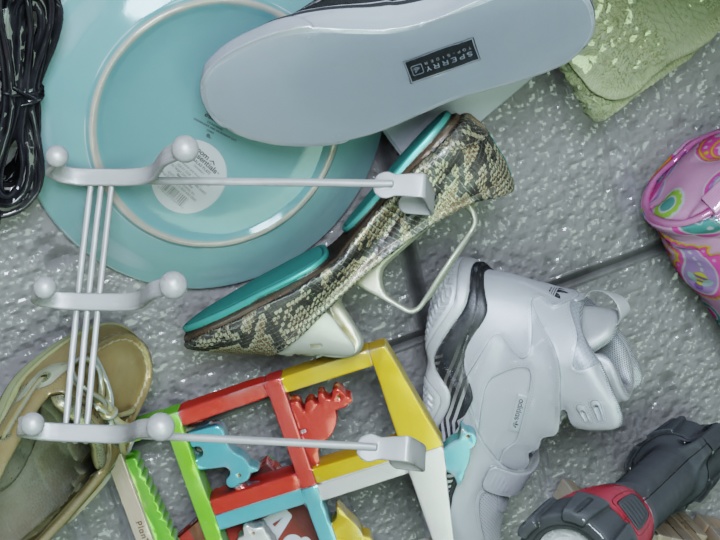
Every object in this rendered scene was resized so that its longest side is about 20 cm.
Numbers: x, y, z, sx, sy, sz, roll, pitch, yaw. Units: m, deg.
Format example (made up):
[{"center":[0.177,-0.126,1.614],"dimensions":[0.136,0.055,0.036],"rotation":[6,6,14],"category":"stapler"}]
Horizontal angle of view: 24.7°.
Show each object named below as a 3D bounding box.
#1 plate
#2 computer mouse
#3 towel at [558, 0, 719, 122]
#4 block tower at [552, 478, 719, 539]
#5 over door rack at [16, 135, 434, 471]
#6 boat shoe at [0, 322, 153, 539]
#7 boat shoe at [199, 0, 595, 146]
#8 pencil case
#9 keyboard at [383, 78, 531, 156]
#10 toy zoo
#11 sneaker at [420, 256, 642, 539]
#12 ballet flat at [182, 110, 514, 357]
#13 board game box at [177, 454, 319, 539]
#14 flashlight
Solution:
[{"center":[-0.078,-0.079,0.864],"dimensions":[0.200,0.026,0.200],"rotation":[-8,114,-18],"category":"plate"},{"center":[-0.247,-0.082,0.794],"dimensions":[0.200,0.046,0.141],"rotation":[-6,117,-23],"category":"computer mouse"},{"center":[0.130,-0.193,0.871],"dimensions":[0.148,0.036,0.200],"rotation":[-41,113,-6],"category":"towel"},{"center":[0.211,0.190,1.065],"dimensions":[0.200,0.054,0.058],"rotation":[18,104,-25],"category":"block tower"},{"center":[-0.062,0.015,0.798],"dimensions":[0.200,0.067,0.148],"rotation":[4,77,-1],"category":"over door rack"},{"center":[-0.159,0.098,0.831],"dimensions":[0.201,0.063,0.073],"rotation":[-47,118,-43],"category":"boat shoe"},{"center":[0.016,-0.122,0.831],"dimensions":[0.199,0.068,0.074],"rotation":[-18,128,7],"category":"boat shoe"},{"center":[0.248,0.008,0.985],"dimensions":[0.087,0.087,0.200],"rotation":[-39,118,-1],"category":"pencil case"},{"center":[0.092,-0.136,0.904],"dimensions":[0.200,0.011,0.056],"rotation":[-40,125,-5],"category":"keyboard"},{"center":[-0.031,0.119,0.920],"dimensions":[0.200,0.020,0.131],"rotation":[-18,101,4],"category":"toy zoo"},{"center":[0.098,0.093,0.945],"dimensions":[0.115,0.075,0.200],"rotation":[6,111,19],"category":"sneaker"},{"center":[0.000,0.000,0.880],"dimensions":[0.200,0.068,0.075],"rotation":[-39,98,4],"category":"ballet flat"},{"center":[-0.024,0.214,0.959],"dimensions":[0.103,0.019,0.200],"rotation":[-42,96,7],"category":"board game box"},{"center":[0.155,0.140,0.960],"dimensions":[0.200,0.068,0.068],"rotation":[-21,119,-61],"category":"flashlight"}]
